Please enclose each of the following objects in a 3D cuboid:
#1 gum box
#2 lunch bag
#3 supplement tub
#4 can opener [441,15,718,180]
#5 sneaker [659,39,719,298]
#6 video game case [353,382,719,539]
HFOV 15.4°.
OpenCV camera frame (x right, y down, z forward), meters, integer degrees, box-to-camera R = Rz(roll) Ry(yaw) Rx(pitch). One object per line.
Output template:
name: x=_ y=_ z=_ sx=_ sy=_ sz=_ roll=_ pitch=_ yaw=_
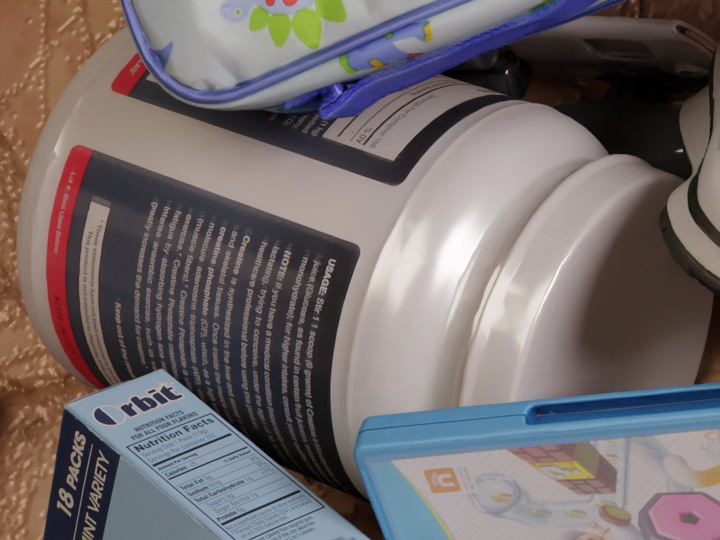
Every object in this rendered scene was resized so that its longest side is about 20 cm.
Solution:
gum box: x=-0.027 y=0.155 z=0.825 sx=0.200 sy=0.045 sz=0.170 roll=37 pitch=130 yaw=34
lunch bag: x=0.014 y=-0.136 z=0.776 sx=0.200 sy=0.082 sz=0.161 roll=-21 pitch=81 yaw=27
supplement tub: x=0.000 y=0.000 z=0.876 sx=0.200 sy=0.140 sz=0.141 roll=20 pitch=79 yaw=32
can opener: x=0.035 y=-0.065 z=0.938 sx=0.200 sy=0.053 sz=0.067 roll=4 pitch=71 yaw=29
sneaker: x=0.139 y=-0.059 z=0.770 sx=0.076 sy=0.201 sz=0.116 roll=16 pitch=113 yaw=-6
video game case: x=0.112 y=0.092 z=0.781 sx=0.200 sy=0.143 sz=0.018 roll=-7 pitch=36 yaw=20
